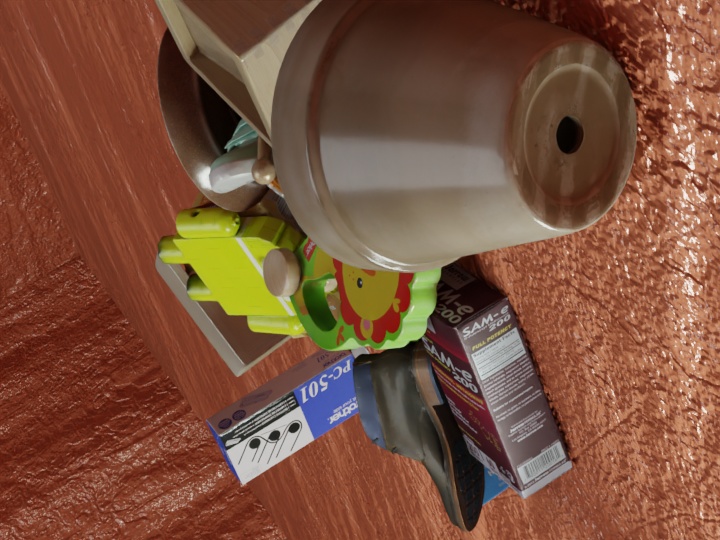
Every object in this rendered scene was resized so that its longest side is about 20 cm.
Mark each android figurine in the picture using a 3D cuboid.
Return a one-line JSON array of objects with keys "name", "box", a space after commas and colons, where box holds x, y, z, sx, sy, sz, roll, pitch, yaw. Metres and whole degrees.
[{"name": "android figurine", "box": [-0.114, -0.001, 1.690, 0.200, 0.041, 0.182, 2, 139, 35]}]

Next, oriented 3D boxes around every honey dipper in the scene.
[{"name": "honey dipper", "box": [-0.084, -0.163, 1.463, 0.038, 0.038, 0.200, 80, -173, -56]}]

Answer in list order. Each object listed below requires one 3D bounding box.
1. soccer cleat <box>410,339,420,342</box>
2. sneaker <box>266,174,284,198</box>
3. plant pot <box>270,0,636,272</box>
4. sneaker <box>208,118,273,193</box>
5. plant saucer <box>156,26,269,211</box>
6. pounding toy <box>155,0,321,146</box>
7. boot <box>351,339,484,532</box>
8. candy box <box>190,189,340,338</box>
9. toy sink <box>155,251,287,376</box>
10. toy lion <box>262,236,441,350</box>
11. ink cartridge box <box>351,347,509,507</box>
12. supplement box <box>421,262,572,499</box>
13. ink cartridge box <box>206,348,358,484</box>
[{"name": "soccer cleat", "box": [0.033, 0.015, 1.639, 0.200, 0.065, 0.084, 48, -167, 22]}, {"name": "sneaker", "box": [0.002, -0.065, 1.394, 0.200, 0.077, 0.078, 33, -177, 35]}, {"name": "plant pot", "box": [0.073, -0.091, 1.029, 0.173, 0.200, 0.200, 9, 132, 49]}, {"name": "sneaker", "box": [-0.102, -0.147, 1.514, 0.118, 0.074, 0.200, 66, -151, -9]}, {"name": "plant saucer", "box": [-0.127, -0.158, 1.582, 0.200, 0.034, 0.201, 38, -135, -51]}, {"name": "pounding toy", "box": [-0.090, -0.242, 1.382, 0.200, 0.142, 0.184, 46, 169, 28]}, {"name": "boot", "box": [0.058, 0.161, 1.592, 0.097, 0.075, 0.200, -5, 105, 30]}, {"name": "candy box", "box": [-0.079, -0.015, 1.734, 0.115, 0.055, 0.200, -10, 132, 41]}, {"name": "toy sink", "box": [-0.183, 0.031, 2.275, 0.200, 0.112, 0.130, 52, 166, 4]}, {"name": "toy lion", "box": [0.000, 0.000, 1.494, 0.192, 0.069, 0.200, 60, 139, 34]}, {"name": "ink cartridge box", "box": [0.077, 0.144, 1.674, 0.200, 0.068, 0.116, 56, 171, 0]}, {"name": "supplement box", "box": [0.116, 0.099, 1.489, 0.109, 0.061, 0.200, 36, 153, 59]}, {"name": "ink cartridge box", "box": [-0.090, 0.180, 2.081, 0.044, 0.200, 0.094, 42, 159, 49]}]
